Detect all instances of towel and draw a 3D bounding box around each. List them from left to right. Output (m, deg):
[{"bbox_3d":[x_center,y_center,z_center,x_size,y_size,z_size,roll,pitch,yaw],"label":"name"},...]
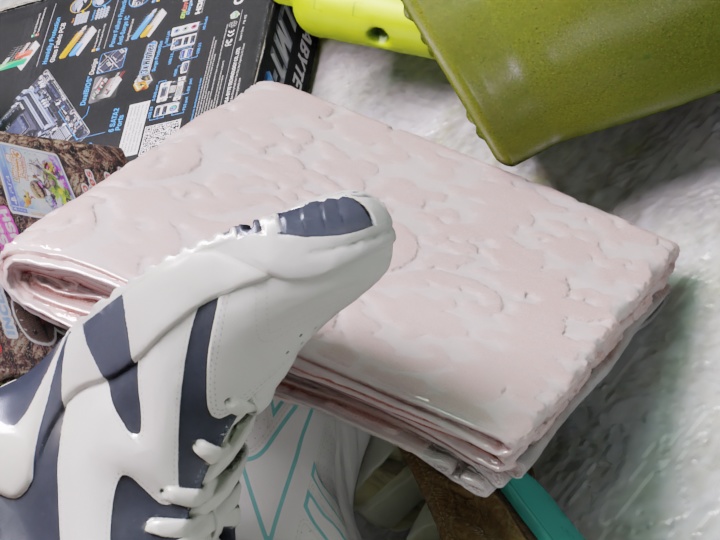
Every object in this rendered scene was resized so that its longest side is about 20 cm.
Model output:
[{"bbox_3d":[0.000,0.000,0.935,0.190,0.032,0.200,22,26,15],"label":"towel"}]

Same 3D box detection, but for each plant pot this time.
[{"bbox_3d":[0.102,-0.142,1.010,0.192,0.201,0.201,-32,39,3],"label":"plant pot"}]

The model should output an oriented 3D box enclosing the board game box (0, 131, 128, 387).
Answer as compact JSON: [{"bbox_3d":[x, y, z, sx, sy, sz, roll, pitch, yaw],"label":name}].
[{"bbox_3d":[-0.181,0.027,0.929,0.159,0.200,0.097,-28,75,25],"label":"board game box"}]

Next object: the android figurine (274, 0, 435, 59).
[{"bbox_3d":[0.031,-0.161,1.160,0.199,0.041,0.183,15,52,22],"label":"android figurine"}]

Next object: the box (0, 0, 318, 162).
[{"bbox_3d":[-0.124,-0.048,1.178,0.197,0.050,0.201,-13,43,23],"label":"box"}]

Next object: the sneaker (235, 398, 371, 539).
[{"bbox_3d":[-0.034,0.095,0.911,0.070,0.080,0.202,-42,45,41],"label":"sneaker"}]

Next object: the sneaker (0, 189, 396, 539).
[{"bbox_3d":[-0.050,0.070,0.812,0.198,0.130,0.079,-31,-3,15],"label":"sneaker"}]

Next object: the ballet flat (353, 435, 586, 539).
[{"bbox_3d":[0.034,0.081,0.936,0.072,0.068,0.200,-44,40,15],"label":"ballet flat"}]
